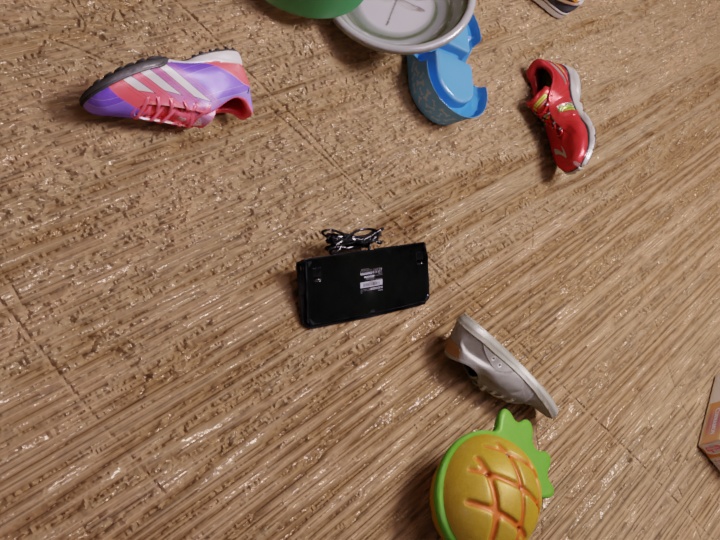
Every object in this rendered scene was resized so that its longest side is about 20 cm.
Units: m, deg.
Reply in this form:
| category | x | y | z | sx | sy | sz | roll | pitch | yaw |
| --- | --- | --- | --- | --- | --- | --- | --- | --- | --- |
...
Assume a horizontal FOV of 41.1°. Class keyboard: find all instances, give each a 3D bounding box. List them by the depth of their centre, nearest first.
| category | x | y | z | sx | sy | sz | roll | pitch | yaw |
| --- | --- | --- | --- | --- | --- | --- | --- | --- | --- |
| keyboard | 0.000 | 0.000 | 1.085 | 0.199 | 0.039 | 0.105 | -8 | 100 | -45 |

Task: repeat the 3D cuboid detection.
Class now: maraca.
| category | x | y | z | sx | sy | sz | roll | pitch | yaw |
| --- | --- | --- | --- | --- | --- | --- | --- | --- | --- |
| maraca | 0.149 | 0.236 | 1.051 | 0.200 | 0.107 | 0.138 | -33 | 97 | -45 |

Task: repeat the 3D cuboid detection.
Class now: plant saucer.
| category | x | y | z | sx | sy | sz | roll | pitch | yaw |
| --- | --- | --- | --- | --- | --- | --- | --- | --- | --- |
| plant saucer | 0.046 | -0.347 | 1.225 | 0.199 | 0.050 | 0.201 | 2 | 64 | -5 |

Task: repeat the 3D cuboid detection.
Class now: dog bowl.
| category | x | y | z | sx | sy | sz | roll | pitch | yaw |
| --- | --- | --- | --- | --- | --- | --- | --- | --- | --- |
| dog bowl | 0.111 | -0.286 | 1.291 | 0.111 | 0.049 | 0.201 | 15 | 63 | -37 |

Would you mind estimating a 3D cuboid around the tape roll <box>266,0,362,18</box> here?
| category | x | y | z | sx | sy | sz | roll | pitch | yaw |
| --- | --- | --- | --- | --- | --- | --- | --- | --- | --- |
| tape roll | -0.067 | -0.399 | 1.150 | 0.199 | 0.048 | 0.202 | 11 | 63 | -23 |

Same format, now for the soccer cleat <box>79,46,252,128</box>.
| category | x | y | z | sx | sy | sz | roll | pitch | yaw |
| --- | --- | --- | --- | --- | --- | --- | --- | --- | --- |
| soccer cleat | -0.187 | -0.174 | 0.964 | 0.200 | 0.068 | 0.074 | -25 | 93 | -47 |

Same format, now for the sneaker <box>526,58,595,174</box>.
| category | x | y | z | sx | sy | sz | roll | pitch | yaw |
| --- | --- | --- | --- | --- | --- | --- | --- | --- | --- |
| sneaker | 0.283 | -0.227 | 1.413 | 0.085 | 0.077 | 0.201 | 14 | 52 | -31 |

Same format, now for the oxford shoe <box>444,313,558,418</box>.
| category | x | y | z | sx | sy | sz | roll | pitch | yaw |
| --- | --- | --- | --- | --- | --- | --- | --- | --- | --- |
| oxford shoe | 0.168 | 0.126 | 1.158 | 0.058 | 0.075 | 0.200 | -49 | 122 | 0 |

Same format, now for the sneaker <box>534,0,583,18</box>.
| category | x | y | z | sx | sy | sz | roll | pitch | yaw |
| --- | --- | --- | --- | --- | --- | --- | --- | --- | --- |
| sneaker | 0.281 | -0.471 | 1.508 | 0.199 | 0.079 | 0.079 | 15 | 62 | -35 |

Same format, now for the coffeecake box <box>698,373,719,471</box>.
| category | x | y | z | sx | sy | sz | roll | pitch | yaw |
| --- | --- | --- | --- | --- | --- | --- | --- | --- | --- |
| coffeecake box | 0.619 | 0.274 | 1.482 | 0.200 | 0.073 | 0.154 | 48 | 47 | -15 |
